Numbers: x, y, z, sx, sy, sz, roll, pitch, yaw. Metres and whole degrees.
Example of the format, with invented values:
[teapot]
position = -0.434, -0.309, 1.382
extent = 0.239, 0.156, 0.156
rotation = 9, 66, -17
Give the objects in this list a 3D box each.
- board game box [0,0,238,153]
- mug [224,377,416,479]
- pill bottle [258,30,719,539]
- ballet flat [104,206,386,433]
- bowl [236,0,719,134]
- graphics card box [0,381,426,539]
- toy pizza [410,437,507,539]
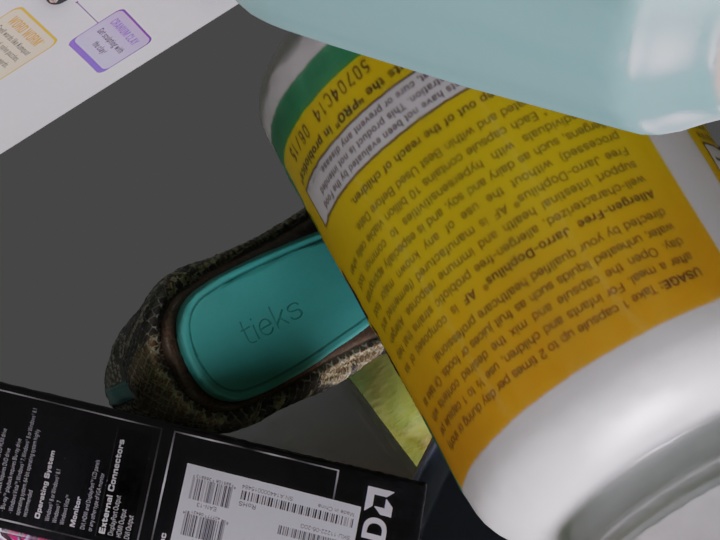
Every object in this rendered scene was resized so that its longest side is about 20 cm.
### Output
[board game box]
position = -0.065, -0.093, 0.661
extent = 0.200, 0.040, 0.153
rotation = -31, 160, 4
[mug]
position = -0.038, 0.140, 1.050
extent = 0.175, 0.200, 0.148
rotation = -37, -167, 1
[pill bottle]
position = 0.062, 0.007, 0.844
extent = 0.113, 0.200, 0.113
rotation = -26, 160, -10
[ballet flat]
position = 0.000, 0.000, 0.952
extent = 0.200, 0.068, 0.075
rotation = -25, -179, -32
[bowl]
position = 0.071, -0.108, 0.625
extent = 0.201, 0.105, 0.201
rotation = -43, 159, -22
[graphics card box]
position = -0.090, 0.085, 0.892
extent = 0.199, 0.051, 0.126
rotation = 13, 150, -7
[toy pizza]
position = 0.064, 0.091, 1.014
extent = 0.200, 0.032, 0.201
rotation = -27, 128, -40
